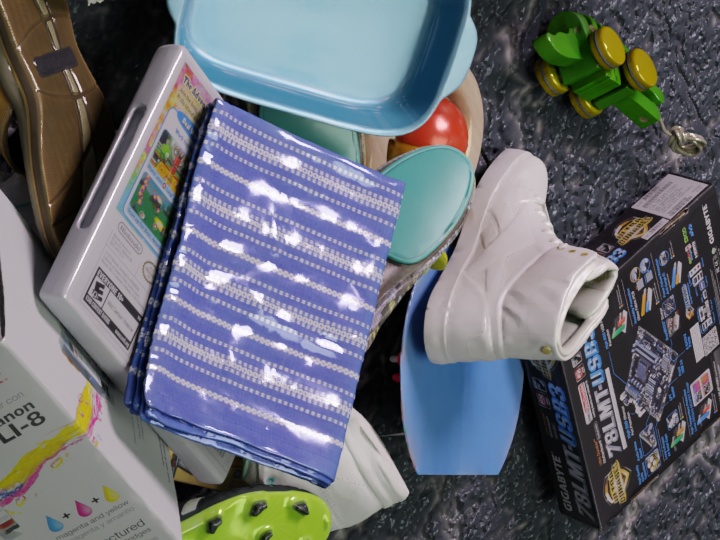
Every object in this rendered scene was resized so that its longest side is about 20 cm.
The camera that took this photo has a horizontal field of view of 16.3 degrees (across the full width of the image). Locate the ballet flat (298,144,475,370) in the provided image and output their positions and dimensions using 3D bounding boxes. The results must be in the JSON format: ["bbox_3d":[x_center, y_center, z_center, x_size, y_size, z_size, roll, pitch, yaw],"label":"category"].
[{"bbox_3d":[0.000,0.000,1.570,0.200,0.072,0.072,-51,134,-31],"label":"ballet flat"}]

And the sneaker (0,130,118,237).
[{"bbox_3d":[-0.139,-0.057,1.545,0.200,0.070,0.080,-28,103,-38],"label":"sneaker"}]

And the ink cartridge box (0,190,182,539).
[{"bbox_3d":[-0.218,0.082,1.444,0.145,0.145,0.200,-27,130,10],"label":"ink cartridge box"}]

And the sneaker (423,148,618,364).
[{"bbox_3d":[0.126,-0.007,1.722,0.200,0.115,0.074,-66,149,-42],"label":"sneaker"}]

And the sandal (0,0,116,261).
[{"bbox_3d":[-0.193,-0.100,1.469,0.080,0.054,0.200,-21,94,-58],"label":"sandal"}]

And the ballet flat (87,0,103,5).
[{"bbox_3d":[-0.113,-0.228,1.507,0.200,0.072,0.072,-44,130,-29],"label":"ballet flat"}]

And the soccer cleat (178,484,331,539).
[{"bbox_3d":[-0.118,0.171,1.626,0.200,0.081,0.068,-11,111,-23],"label":"soccer cleat"}]

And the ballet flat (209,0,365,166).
[{"bbox_3d":[-0.052,-0.129,1.581,0.071,0.071,0.200,-38,116,-25],"label":"ballet flat"}]

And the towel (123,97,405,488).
[{"bbox_3d":[-0.052,0.014,1.471,0.145,0.024,0.200,23,70,-27],"label":"towel"}]

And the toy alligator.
[{"bbox_3d":[0.184,-0.141,1.811,0.200,0.059,0.054,27,47,-44],"label":"toy alligator"}]

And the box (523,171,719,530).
[{"bbox_3d":[0.209,0.061,1.903,0.198,0.050,0.200,-39,129,-29],"label":"box"}]

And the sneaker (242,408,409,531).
[{"bbox_3d":[-0.047,0.102,1.647,0.088,0.075,0.200,-31,122,3],"label":"sneaker"}]

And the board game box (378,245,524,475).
[{"bbox_3d":[0.057,0.064,1.769,0.200,0.039,0.158,8,84,-63],"label":"board game box"}]

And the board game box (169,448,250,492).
[{"bbox_3d":[-0.104,0.072,1.649,0.200,0.035,0.136,19,94,-44],"label":"board game box"}]

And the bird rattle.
[{"bbox_3d":[0.021,-0.095,1.679,0.163,0.113,0.200,0,94,-54],"label":"bird rattle"}]

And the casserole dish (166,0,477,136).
[{"bbox_3d":[-0.026,-0.155,1.525,0.200,0.039,0.121,14,102,-22],"label":"casserole dish"}]

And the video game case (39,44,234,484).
[{"bbox_3d":[-0.100,-0.001,1.494,0.200,0.024,0.182,55,48,-45],"label":"video game case"}]
